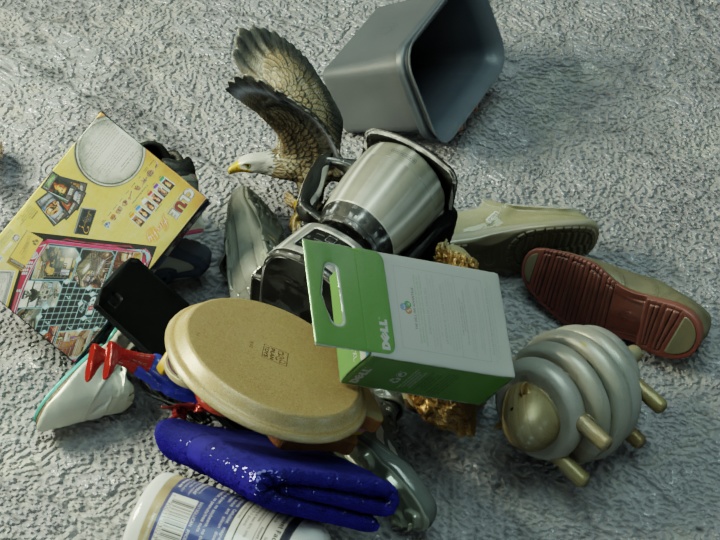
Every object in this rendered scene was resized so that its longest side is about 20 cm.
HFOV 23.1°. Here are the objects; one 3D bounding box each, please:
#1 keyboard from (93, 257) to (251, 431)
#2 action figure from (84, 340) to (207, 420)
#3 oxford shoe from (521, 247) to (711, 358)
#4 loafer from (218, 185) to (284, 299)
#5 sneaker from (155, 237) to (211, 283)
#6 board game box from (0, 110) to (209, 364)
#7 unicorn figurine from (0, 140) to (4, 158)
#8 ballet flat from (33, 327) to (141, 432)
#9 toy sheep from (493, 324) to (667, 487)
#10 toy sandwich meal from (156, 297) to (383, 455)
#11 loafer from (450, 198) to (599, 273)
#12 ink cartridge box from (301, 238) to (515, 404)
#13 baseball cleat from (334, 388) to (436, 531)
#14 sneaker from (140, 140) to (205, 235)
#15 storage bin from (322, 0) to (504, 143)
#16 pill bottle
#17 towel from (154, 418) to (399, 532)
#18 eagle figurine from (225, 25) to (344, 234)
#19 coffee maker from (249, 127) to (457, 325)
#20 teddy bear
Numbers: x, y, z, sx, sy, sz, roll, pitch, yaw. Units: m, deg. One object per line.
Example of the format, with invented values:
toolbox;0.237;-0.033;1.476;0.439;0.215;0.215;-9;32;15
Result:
keyboard;-0.170;0.086;1.629;0.200;0.040;0.104;42;46;-3
action figure;-0.144;0.109;1.558;0.199;0.065;0.052;16;71;-29
oxford shoe;0.256;0.030;1.764;0.199;0.071;0.075;27;23;21
loafer;-0.114;-0.021;1.769;0.070;0.070;0.200;-39;26;12
sneaker;-0.242;0.015;1.733;0.198;0.070;0.083;-4;64;-11
board game box;-0.257;-0.030;1.674;0.135;0.035;0.200;39;85;3
unicorn figurine;-0.472;-0.143;1.877;0.199;0.074;0.138;25;34;1
ballet flat;-0.224;0.091;1.646;0.069;0.070;0.200;21;44;17
toy sheep;0.199;0.114;1.611;0.138;0.139;0.199;34;35;29
toy sandwich meal;-0.081;0.099;1.501;0.204;0.071;0.206;21;27;-11
loafer;0.146;-0.039;1.809;0.198;0.076;0.069;-5;49;-10
ink cartridge box;0.030;0.045;1.510;0.199;0.059;0.105;10;57;-28
baseball cleat;0.020;0.150;1.593;0.106;0.070;0.200;-28;52;-30
sneaker;-0.218;-0.089;1.777;0.073;0.088;0.199;-3;11;-34
storage bin;0.058;-0.225;1.976;0.133;0.146;0.200;-3;34;34
pill bottle;-0.089;0.247;1.445;0.198;0.112;0.111;17;43;13
towel;-0.075;0.173;1.488;0.147;0.050;0.200;11;2;-31
eagle figurine;-0.066;-0.133;1.768;0.151;0.202;0.150;18;34;39
coffee maker;0.000;0.000;1.666;0.134;0.193;0.200;12;46;35
teddy bear;0.078;0.065;1.636;0.066;0.145;0.202;-6;60;19
